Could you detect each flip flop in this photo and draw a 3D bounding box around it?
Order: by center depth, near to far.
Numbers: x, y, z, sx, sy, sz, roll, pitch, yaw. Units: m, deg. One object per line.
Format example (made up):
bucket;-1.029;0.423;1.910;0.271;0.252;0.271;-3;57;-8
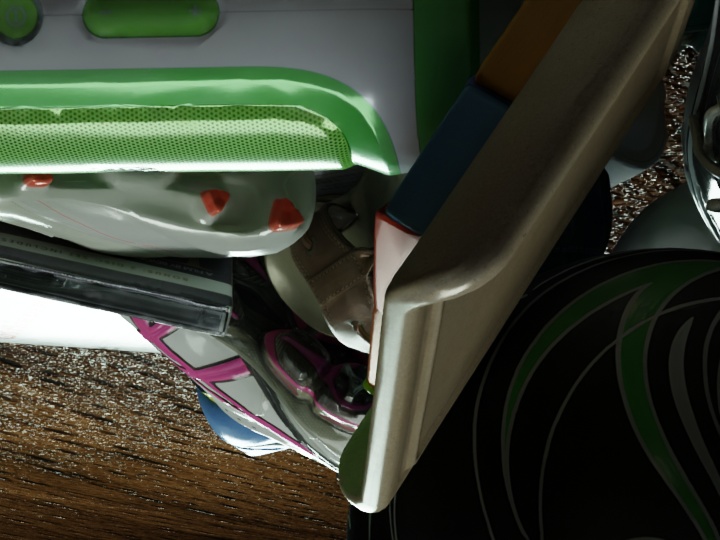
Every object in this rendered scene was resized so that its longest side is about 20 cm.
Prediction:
flip flop;0.000;0.000;0.830;0.058;0.081;0.200;-35;-173;-22

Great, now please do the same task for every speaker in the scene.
speaker;-0.066;-0.068;0.647;0.199;0.089;0.088;-1;167;5

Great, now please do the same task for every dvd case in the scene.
dvd case;-0.122;-0.034;0.867;0.148;0.016;0.200;13;-159;-8

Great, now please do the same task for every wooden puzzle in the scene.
wooden puzzle;0.049;-0.036;0.621;0.037;0.185;0.200;32;159;6

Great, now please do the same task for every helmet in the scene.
helmet;0.095;0.087;0.736;0.199;0.191;0.200;-4;144;-3

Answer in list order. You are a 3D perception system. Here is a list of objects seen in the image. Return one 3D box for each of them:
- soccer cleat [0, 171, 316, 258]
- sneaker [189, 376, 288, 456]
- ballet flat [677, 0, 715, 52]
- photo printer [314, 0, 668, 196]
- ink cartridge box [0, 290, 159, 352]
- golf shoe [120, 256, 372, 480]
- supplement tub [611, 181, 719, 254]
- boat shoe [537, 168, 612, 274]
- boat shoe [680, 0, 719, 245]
soccer cleat;-0.110;-0.040;0.765;0.200;0.069;0.078;16;160;-26
sneaker;0.021;0.039;1.039;0.200;0.066;0.079;-17;135;12
ballet flat;0.170;-0.109;0.741;0.199;0.072;0.072;2;167;4
photo printer;0.016;-0.069;0.875;0.166;0.070;0.200;-9;165;34
ink cartridge box;-0.098;-0.010;1.110;0.200;0.085;0.146;3;166;-20
golf shoe;-0.062;0.024;0.965;0.200;0.073;0.092;37;143;9
supplement tub;0.193;0.004;0.907;0.132;0.132;0.200;-8;-170;33
boat shoe;0.052;0.006;0.888;0.084;0.069;0.200;-1;168;0
boat shoe;0.142;-0.043;0.707;0.073;0.068;0.200;3;146;3
